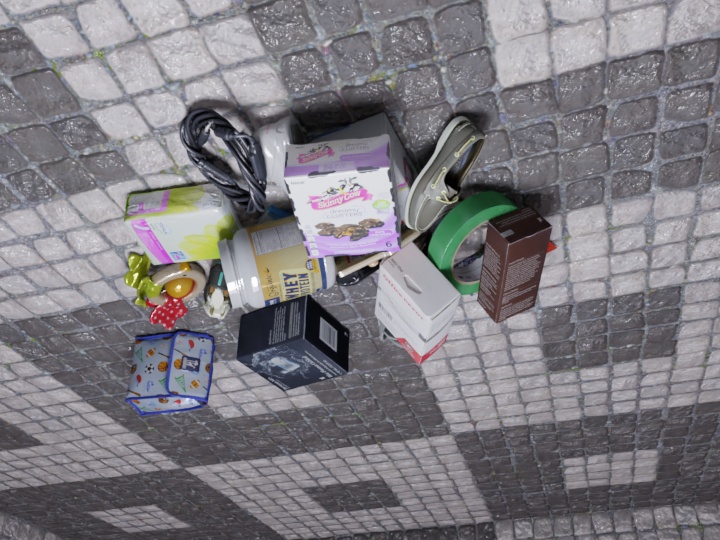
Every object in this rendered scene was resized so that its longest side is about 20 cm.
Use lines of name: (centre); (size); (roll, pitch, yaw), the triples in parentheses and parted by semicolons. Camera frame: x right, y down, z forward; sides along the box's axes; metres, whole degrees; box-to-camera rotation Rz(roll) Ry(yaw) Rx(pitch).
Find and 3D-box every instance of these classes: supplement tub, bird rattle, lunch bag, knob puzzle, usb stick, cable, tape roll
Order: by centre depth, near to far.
cable: (-0.224, -0.172, 1.141); (0.159, 0.051, 0.202); (21, 148, 20)
supplement tub: (-0.153, -0.016, 1.257); (0.194, 0.147, 0.146); (-15, 147, -10)
knob puzzle: (0.045, -0.047, 1.259); (0.215, 0.220, 0.031); (-19, 106, 24)
tape roll: (0.218, -0.048, 1.283); (0.196, 0.048, 0.204); (-21, 137, -20)
usb stick: (0.000, 0.000, 1.339); (0.054, 0.034, 0.200); (-17, -176, 15)
bird rattle: (-0.400, 0.045, 1.452); (0.159, 0.115, 0.201); (-23, 145, 4)
lunch bag: (-0.452, 0.245, 1.664); (0.193, 0.175, 0.125); (-5, 150, 9)

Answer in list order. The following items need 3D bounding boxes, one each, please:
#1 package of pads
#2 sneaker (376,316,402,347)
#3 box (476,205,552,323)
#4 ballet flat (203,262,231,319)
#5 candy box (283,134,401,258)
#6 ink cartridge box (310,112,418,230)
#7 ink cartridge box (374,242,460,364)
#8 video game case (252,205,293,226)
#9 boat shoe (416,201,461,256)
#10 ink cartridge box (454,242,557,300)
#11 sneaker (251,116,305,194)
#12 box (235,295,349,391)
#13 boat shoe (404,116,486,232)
package of pads: (-0.327, -0.086, 1.291); (0.193, 0.070, 0.156); (-6, 146, 7)
sneaker: (0.126, 0.115, 1.529); (0.196, 0.118, 0.075); (-20, 141, 26)
box: (0.281, -0.008, 1.274); (0.098, 0.075, 0.204); (-20, 137, -20)
ballet flat: (-0.308, 0.058, 1.476); (0.066, 0.070, 0.202); (9, 149, -5)
candy box: (-0.023, -0.113, 1.102); (0.162, 0.073, 0.202); (-4, 144, 7)
ink cartridge box: (0.017, -0.152, 1.184); (0.141, 0.087, 0.201); (-14, 141, 20)
ink cartridge box: (0.103, 0.064, 1.304); (0.082, 0.147, 0.202); (-34, 158, -20)
video game case: (-0.168, -0.045, 1.390); (0.140, 0.018, 0.199); (22, 138, -27)
boat shoe: (0.158, -0.038, 1.335); (0.072, 0.095, 0.202); (9, 144, -13)
ink cartridge box: (0.298, -0.007, 1.415); (0.108, 0.052, 0.198); (29, 136, -34)
sneaker: (-0.128, -0.174, 1.175); (0.096, 0.079, 0.203); (-2, 137, 17)
box: (-0.154, 0.175, 1.612); (0.195, 0.120, 0.197); (-18, 141, 25)
boat shoe: (0.138, -0.148, 1.133); (0.071, 0.060, 0.205); (6, 118, -45)
